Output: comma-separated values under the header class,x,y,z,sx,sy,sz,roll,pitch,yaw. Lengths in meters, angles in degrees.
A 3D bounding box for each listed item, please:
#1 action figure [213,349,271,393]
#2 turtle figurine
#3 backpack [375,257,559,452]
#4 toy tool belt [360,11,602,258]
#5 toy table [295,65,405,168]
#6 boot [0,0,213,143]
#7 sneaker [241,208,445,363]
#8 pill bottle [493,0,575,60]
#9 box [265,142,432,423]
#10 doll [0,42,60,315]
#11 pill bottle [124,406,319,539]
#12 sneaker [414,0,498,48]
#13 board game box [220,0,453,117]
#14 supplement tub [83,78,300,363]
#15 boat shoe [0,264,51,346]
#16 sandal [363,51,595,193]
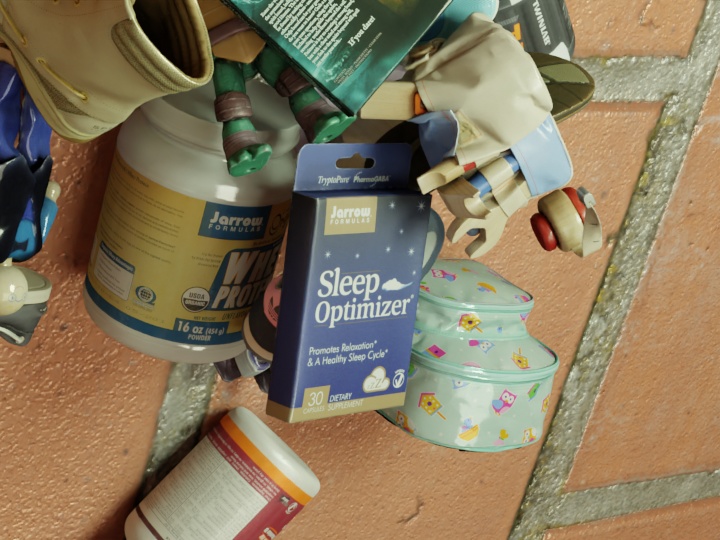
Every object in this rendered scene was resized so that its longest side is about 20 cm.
class,x,y,z,sx,sy,sz,roll,pitch,yaw
action figure,-0.036,0.049,1.498,0.200,0.069,0.130,-22,167,37
turtle figurine,-0.090,-0.174,1.266,0.150,0.200,0.101,-27,173,4
backpack,0.079,0.075,1.585,0.176,0.200,0.154,2,117,-38
toy tool belt,0.084,-0.078,1.293,0.123,0.125,0.200,-28,118,-2
toy table,0.028,-0.096,1.486,0.200,0.117,0.184,-12,126,-30
boot,-0.193,-0.190,1.181,0.073,0.155,0.200,-39,106,-40
sneaker,0.000,0.000,1.366,0.200,0.070,0.082,-38,172,-29
pill bottle,0.119,-0.218,1.477,0.106,0.106,0.200,-37,135,-12
box,-0.006,0.007,1.297,0.121,0.032,0.200,-5,105,-45
doll,-0.257,-0.065,1.293,0.136,0.048,0.200,-17,119,-63
pill bottle,-0.140,0.227,1.587,0.200,0.110,0.110,-46,136,-2
sneaker,0.009,-0.218,1.356,0.200,0.131,0.080,3,108,8
board game box,0.009,-0.225,1.219,0.135,0.028,0.200,42,85,-11
supplement tub,-0.129,-0.045,1.379,0.144,0.145,0.200,-3,121,-36
boat shoe,-0.326,0.035,1.335,0.200,0.073,0.063,-3,118,-42
sandal,0.093,-0.106,1.394,0.200,0.082,0.055,-35,150,-14
